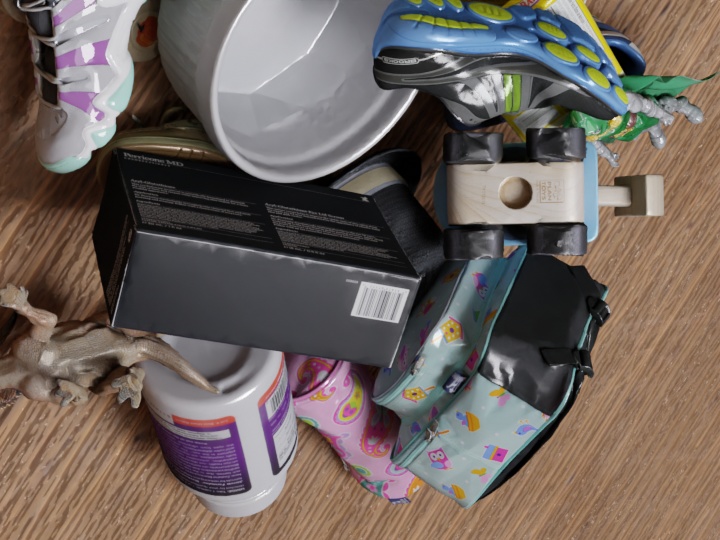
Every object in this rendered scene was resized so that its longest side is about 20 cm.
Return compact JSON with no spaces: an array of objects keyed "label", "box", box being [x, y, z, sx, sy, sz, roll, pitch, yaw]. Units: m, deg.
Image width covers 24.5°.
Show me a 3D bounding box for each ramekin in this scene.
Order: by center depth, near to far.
[{"label":"ramekin","box":[-0.051,-0.173,1.184,0.200,0.105,0.200,-25,137,-27]}]

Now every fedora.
[{"label":"fedora","box":[0.000,0.000,1.321,0.201,0.092,0.201,-41,161,-17]}]

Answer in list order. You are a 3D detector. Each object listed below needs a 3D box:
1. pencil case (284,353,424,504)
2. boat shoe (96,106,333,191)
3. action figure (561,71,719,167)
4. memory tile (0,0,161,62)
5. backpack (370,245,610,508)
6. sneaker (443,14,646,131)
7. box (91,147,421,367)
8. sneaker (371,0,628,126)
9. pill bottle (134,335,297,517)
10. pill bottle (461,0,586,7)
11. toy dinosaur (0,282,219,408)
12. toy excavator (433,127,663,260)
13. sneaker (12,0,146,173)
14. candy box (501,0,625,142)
[{"label":"pencil case","box":[-0.007,0.126,1.439,0.087,0.087,0.200,-48,137,-9]},{"label":"boat shoe","box":[-0.115,-0.081,1.249,0.200,0.063,0.073,6,133,-41]},{"label":"action figure","box":[0.224,-0.128,1.394,0.118,0.055,0.200,-38,165,31]},{"label":"memory tile","box":[-0.158,-0.249,1.136,0.153,0.017,0.200,17,102,-45]},{"label":"backpack","box":[0.096,0.088,1.365,0.176,0.153,0.200,-66,180,-50]},{"label":"sneaker","box":[0.159,-0.166,1.419,0.200,0.082,0.074,-25,131,-28]},{"label":"box","box":[-0.076,-0.009,1.152,0.200,0.141,0.079,10,116,-19]},{"label":"sneaker","box":[0.100,-0.144,1.190,0.199,0.071,0.083,9,134,-20]},{"label":"pill bottle","box":[-0.108,0.112,1.303,0.111,0.111,0.200,-37,150,-20]},{"label":"pill bottle","box":[0.119,-0.240,1.289,0.113,0.113,0.200,-52,159,-5]},{"label":"toy dinosaur","box":[-0.207,0.061,1.184,0.200,0.136,0.086,1,81,-22]},{"label":"toy excavator","box":[0.157,-0.064,1.344,0.194,0.200,0.100,-2,93,3]},{"label":"sneaker","box":[-0.210,-0.171,1.076,0.140,0.078,0.200,15,93,-44]},{"label":"candy box","box":[0.143,-0.162,1.299,0.102,0.026,0.200,-38,157,7]}]
